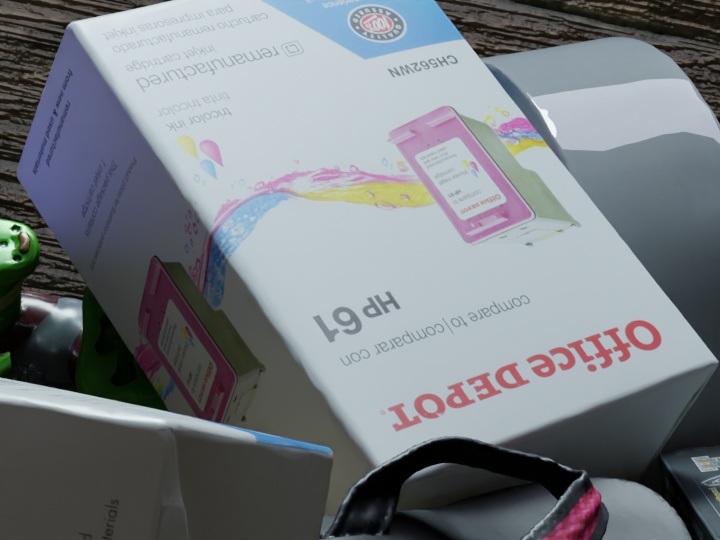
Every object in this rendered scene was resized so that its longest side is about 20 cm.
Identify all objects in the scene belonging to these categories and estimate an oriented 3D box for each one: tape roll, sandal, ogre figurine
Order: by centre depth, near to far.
[{"bbox_3d":[0.027,0.075,0.643,0.200,0.045,0.075,-2,24,-43],"label":"sandal"},{"bbox_3d":[-0.115,0.043,0.849,0.200,0.098,0.120,18,-37,8],"label":"ogre figurine"},{"bbox_3d":[0.087,0.013,0.906,0.066,0.201,0.200,-11,2,-16],"label":"tape roll"}]

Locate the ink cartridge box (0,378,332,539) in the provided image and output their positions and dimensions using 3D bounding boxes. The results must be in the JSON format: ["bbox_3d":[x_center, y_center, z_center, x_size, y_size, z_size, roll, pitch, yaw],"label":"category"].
[{"bbox_3d":[-0.119,0.050,0.510,0.200,0.067,0.116,9,-4,16],"label":"ink cartridge box"}]

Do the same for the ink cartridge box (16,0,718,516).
[{"bbox_3d":[0.000,0.000,0.782,0.144,0.200,0.085,-18,-29,-35],"label":"ink cartridge box"}]

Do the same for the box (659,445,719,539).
[{"bbox_3d":[0.186,0.090,0.722,0.160,0.044,0.200,-6,9,-1],"label":"box"}]
